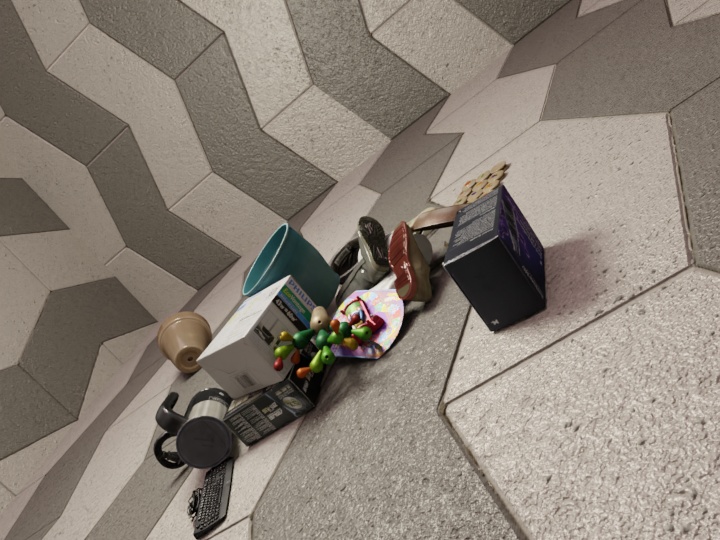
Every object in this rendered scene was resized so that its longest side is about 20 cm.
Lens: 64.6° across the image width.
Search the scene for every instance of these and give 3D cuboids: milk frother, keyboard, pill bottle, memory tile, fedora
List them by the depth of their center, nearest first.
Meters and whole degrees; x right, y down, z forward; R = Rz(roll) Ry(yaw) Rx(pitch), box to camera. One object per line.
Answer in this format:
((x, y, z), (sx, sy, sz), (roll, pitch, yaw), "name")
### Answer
((-0.306, 0.443, 1.127), (0.104, 0.040, 0.200), (-39, 15, 2), "keyboard")
((-0.380, 0.387, 1.284), (0.188, 0.177, 0.204), (-144, 64, -79), "milk frother")
((0.085, -0.036, 1.376), (0.111, 0.111, 0.199), (-47, 17, -23), "pill bottle")
((0.308, -0.210, 1.498), (0.152, 0.017, 0.201), (-26, 21, 41), "memory tile")
((-0.013, -0.006, 1.549), (0.176, 0.090, 0.201), (-37, 23, 15), "fedora")

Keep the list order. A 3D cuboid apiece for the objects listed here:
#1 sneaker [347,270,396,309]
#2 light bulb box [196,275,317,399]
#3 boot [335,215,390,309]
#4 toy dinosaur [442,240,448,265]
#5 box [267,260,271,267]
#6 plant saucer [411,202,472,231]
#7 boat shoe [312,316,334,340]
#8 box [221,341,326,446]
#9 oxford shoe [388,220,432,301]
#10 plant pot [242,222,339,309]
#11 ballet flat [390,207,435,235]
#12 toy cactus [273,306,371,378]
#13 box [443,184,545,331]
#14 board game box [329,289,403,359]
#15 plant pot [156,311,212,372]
((0.067, 0.066, 1.261), (0.198, 0.073, 0.085), (-34, 44, 9), "sneaker")
((-0.214, 0.144, 1.233), (0.197, 0.125, 0.201), (-26, 21, 41), "light bulb box")
((-0.002, -0.001, 1.353), (0.201, 0.071, 0.184), (117, 152, -44), "boot")
((0.245, -0.059, 1.210), (0.199, 0.059, 0.101), (-38, 32, -11), "toy dinosaur")
((-0.208, 0.073, 1.557), (0.115, 0.130, 0.204), (-133, 55, -74), "box")
((0.206, -0.121, 1.271), (0.196, 0.037, 0.200), (-10, 0, 0), "plant saucer")
((-0.083, 0.137, 1.371), (0.062, 0.072, 0.199), (-46, 14, -15), "boat shoe")
((-0.182, 0.260, 1.241), (0.199, 0.086, 0.164), (-34, 17, 20), "box")
((0.109, -0.016, 1.224), (0.070, 0.074, 0.203), (-44, 39, 44), "oxford shoe")
((-0.158, 0.020, 1.401), (0.201, 0.186, 0.201), (-48, 20, 25), "plant pot")
((0.135, -0.094, 1.513), (0.199, 0.070, 0.069), (-39, 16, 0), "ballet flat")
((-0.082, 0.124, 1.137), (0.197, 0.103, 0.166), (-23, 30, 3), "toy cactus")
((0.229, -0.024, 0.956), (0.103, 0.149, 0.201), (-29, 20, 29), "box")
((-0.001, 0.101, 1.195), (0.198, 0.039, 0.160), (-3, 57, 41), "board game box")
((-0.631, 0.276, 2.072), (0.200, 0.201, 0.175), (-40, 33, -2), "plant pot")
